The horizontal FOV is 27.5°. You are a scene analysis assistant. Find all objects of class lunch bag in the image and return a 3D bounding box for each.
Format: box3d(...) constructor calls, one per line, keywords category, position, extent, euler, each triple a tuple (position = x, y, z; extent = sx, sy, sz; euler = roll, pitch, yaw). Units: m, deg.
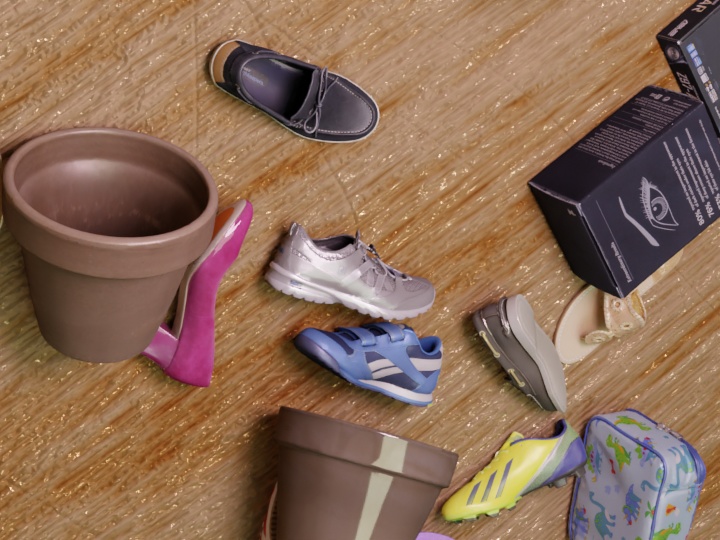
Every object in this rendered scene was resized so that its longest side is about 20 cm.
box3d(category="lunch bag", position=(0.334, 0.280, 1.809), extent=(0.082, 0.161, 0.201), euler=(-5, 111, -32))

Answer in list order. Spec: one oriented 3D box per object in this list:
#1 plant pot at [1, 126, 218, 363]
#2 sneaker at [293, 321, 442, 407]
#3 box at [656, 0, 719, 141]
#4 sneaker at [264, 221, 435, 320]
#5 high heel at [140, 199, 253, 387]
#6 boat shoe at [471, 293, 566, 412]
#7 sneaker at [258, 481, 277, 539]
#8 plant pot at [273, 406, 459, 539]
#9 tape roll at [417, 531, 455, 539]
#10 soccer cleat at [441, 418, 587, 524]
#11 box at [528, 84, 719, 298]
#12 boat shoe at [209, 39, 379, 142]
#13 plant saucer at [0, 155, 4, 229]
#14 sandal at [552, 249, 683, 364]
box3d(category="plant pot", position=(-0.244, -0.014, 1.389), extent=(0.199, 0.200, 0.175), euler=(-6, 129, -27))
box3d(category="sneaker", position=(0.012, 0.088, 1.618), extent=(0.200, 0.074, 0.083), euler=(21, 95, -40))
box3d(category="box", position=(0.459, -0.247, 1.759), extent=(0.160, 0.044, 0.200), euler=(-40, 121, -11))
box3d(category="sneaker", position=(0.000, 0.000, 1.575), extent=(0.199, 0.075, 0.082), euler=(11, 103, -31))
box3d(category="high heel", position=(-0.146, 0.026, 1.504), extent=(0.096, 0.067, 0.200), euler=(31, 96, -23))
box3d(category="boat shoe", position=(0.192, 0.103, 1.726), extent=(0.060, 0.072, 0.202), euler=(-14, 136, 20))
box3d(category="sneaker", position=(-0.098, 0.326, 1.651), extent=(0.071, 0.112, 0.201), euler=(14, 70, -29))
box3d(category="plant pot", position=(-0.012, 0.252, 1.561), extent=(0.199, 0.200, 0.174), euler=(21, 80, -32))
box3d(category="tape roll", position=(0.059, 0.405, 1.714), extent=(0.199, 0.066, 0.201), euler=(4, 81, -27))
box3d(category="soccer cleat", position=(0.180, 0.243, 1.780), extent=(0.199, 0.065, 0.084), euler=(-22, 87, -16))
box3d(category="box", position=(0.318, -0.093, 1.700), extent=(0.200, 0.104, 0.148), euler=(-37, 121, -12))
box3d(category="boat shoe", position=(-0.060, -0.176, 1.490), extent=(0.199, 0.062, 0.075), euler=(21, 95, -34))
box3d(category="plant saucer", position=(-0.425, -0.071, 1.341), extent=(0.199, 0.035, 0.201), euler=(-9, 111, -25))
box3d(category="sandal", position=(0.323, 0.037, 1.769), extent=(0.212, 0.070, 0.078), euler=(-45, 122, -8))
